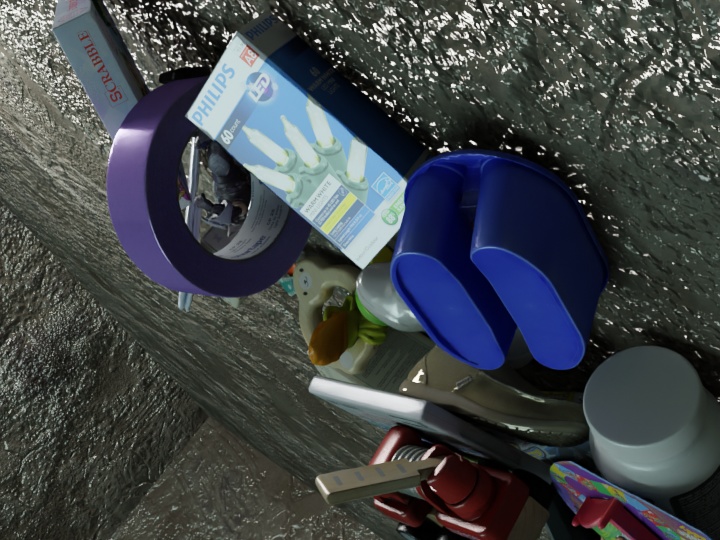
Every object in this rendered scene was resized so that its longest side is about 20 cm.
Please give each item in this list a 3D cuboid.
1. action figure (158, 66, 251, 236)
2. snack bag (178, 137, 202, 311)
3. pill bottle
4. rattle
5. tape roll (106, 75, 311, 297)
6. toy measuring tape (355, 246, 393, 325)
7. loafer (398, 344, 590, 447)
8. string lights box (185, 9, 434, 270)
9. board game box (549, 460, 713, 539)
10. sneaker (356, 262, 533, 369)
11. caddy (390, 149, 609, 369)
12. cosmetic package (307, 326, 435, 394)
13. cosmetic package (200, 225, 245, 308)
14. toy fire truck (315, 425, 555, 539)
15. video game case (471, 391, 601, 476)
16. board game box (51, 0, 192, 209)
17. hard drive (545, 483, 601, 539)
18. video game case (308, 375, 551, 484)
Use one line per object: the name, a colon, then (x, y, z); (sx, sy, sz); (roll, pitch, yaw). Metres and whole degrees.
action figure: (-0.151, -0.119, 1.082); (0.201, 0.069, 0.131); (78, 176, -48)
snack bag: (-0.198, -0.063, 1.211); (0.021, 0.202, 0.189); (5, 167, -10)
pill bottle: (0.260, 0.159, 0.864); (0.116, 0.117, 0.201); (23, 155, 43)
rattle: (-0.074, 0.041, 1.214); (0.200, 0.142, 0.131); (45, 137, 25)
tape roll: (-0.132, -0.077, 0.943); (0.065, 0.201, 0.200); (3, 142, 44)
toy measuring tape: (0.000, 0.000, 1.095); (0.200, 0.074, 0.074); (40, 163, -1)
loafer: (0.123, 0.109, 0.934); (0.199, 0.069, 0.076); (11, 166, 38)
string lights box: (-0.037, -0.107, 0.850); (0.200, 0.059, 0.103); (40, 129, -3)
board game box: (0.232, 0.236, 0.848); (0.199, 0.039, 0.158); (25, 157, 39)
sneaker: (0.081, 0.022, 0.992); (0.198, 0.076, 0.089); (20, 153, 25)
caddy: (0.109, -0.009, 0.786); (0.140, 0.106, 0.200); (-2, 142, 33)
cosmetic package: (0.044, 0.125, 1.262); (0.199, 0.104, 0.073); (32, 163, 30)
cosmetic package: (-0.145, -0.029, 1.275); (0.071, 0.106, 0.200); (38, 165, 0)
toy fire truck: (0.047, 0.196, 0.931); (0.200, 0.129, 0.175); (42, 160, -25)
video game case: (0.218, 0.189, 1.060); (0.179, 0.026, 0.201); (-3, 139, 31)
board game box: (-0.234, -0.173, 1.006); (0.201, 0.041, 0.200); (65, 178, -28)
hard drive: (0.246, 0.272, 0.987); (0.139, 0.033, 0.200); (28, -167, -12)
video game case: (0.068, 0.159, 1.028); (0.181, 0.022, 0.199); (31, 165, -31)
